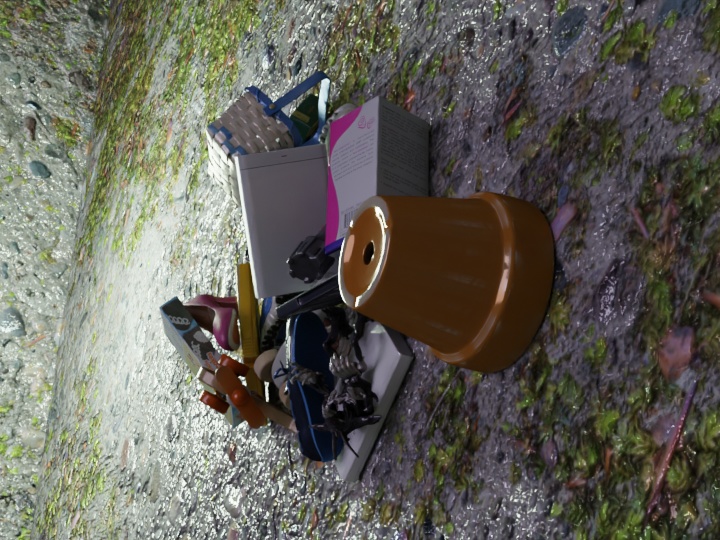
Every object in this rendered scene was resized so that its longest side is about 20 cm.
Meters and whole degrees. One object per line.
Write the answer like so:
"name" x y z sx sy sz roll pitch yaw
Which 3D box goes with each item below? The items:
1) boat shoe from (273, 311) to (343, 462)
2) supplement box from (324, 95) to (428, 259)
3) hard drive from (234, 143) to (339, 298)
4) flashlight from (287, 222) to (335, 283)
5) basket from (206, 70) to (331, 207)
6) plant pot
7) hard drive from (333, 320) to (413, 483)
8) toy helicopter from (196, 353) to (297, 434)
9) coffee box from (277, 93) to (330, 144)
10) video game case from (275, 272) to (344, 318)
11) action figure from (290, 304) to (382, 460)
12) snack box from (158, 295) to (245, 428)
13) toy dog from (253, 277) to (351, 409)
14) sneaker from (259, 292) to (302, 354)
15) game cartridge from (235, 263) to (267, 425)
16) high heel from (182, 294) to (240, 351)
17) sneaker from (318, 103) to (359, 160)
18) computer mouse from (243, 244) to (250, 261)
"boat shoe" -0.079 0.157 1.604 0.068 0.084 0.202 -13 79 50
"supplement box" 0.023 -0.112 1.591 0.101 0.103 0.201 -23 57 43
"hard drive" -0.099 -0.070 1.693 0.027 0.131 0.202 -169 70 -69
"flashlight" -0.036 -0.057 1.644 0.200 0.068 0.068 -53 -29 -43
"basket" -0.127 -0.195 1.783 0.139 0.200 0.177 43 158 18
"plant pot" 0.083 -0.002 1.325 0.200 0.182 0.202 -42 41 51
"hard drive" 0.005 0.163 1.601 0.201 0.026 0.132 -67 26 21
"toy helicopter" -0.147 0.191 1.725 0.079 0.199 0.132 -61 -8 -7
"coffee box" -0.120 -0.183 1.977 0.201 0.044 0.123 -62 -1 28
"video game case" -0.001 0.014 1.534 0.200 0.142 0.019 -30 77 50
"action figure" -0.031 0.135 1.533 0.118 0.102 0.201 -17 57 38
"snack box" -0.243 0.145 1.879 0.200 0.037 0.116 51 162 17
"toy dog" -0.064 0.109 1.714 0.200 0.096 0.133 -43 58 33
"sneaker" -0.119 0.035 1.876 0.201 0.078 0.089 -66 28 22
"game cartridge" -0.172 0.120 1.920 0.177 0.032 0.201 88 173 -50
"high heel" -0.236 0.081 1.854 0.200 0.095 0.068 -105 9 -68
"sneaker" -0.028 -0.149 1.798 0.081 0.075 0.201 39 118 50
"computer mouse" -0.121 -0.045 1.803 0.139 0.052 0.200 -63 17 13
